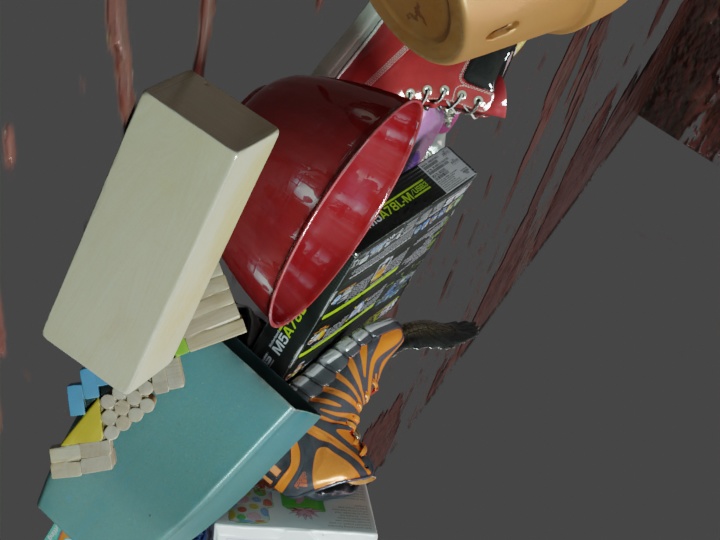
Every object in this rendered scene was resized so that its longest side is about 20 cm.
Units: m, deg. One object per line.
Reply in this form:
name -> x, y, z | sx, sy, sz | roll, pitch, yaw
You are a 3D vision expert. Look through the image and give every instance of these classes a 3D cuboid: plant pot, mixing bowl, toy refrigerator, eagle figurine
plant pot -> 0.083, -0.239, 1.154 | 0.140, 0.200, 0.200 | -34, 162, -20
plant pot -> -0.156, 0.145, 1.329 | 0.200, 0.141, 0.141 | -49, 170, -1
mixing bowl -> -0.051, -0.071, 1.223 | 0.201, 0.108, 0.200 | -54, 171, -13
toy refrigerator -> -0.132, -0.024, 1.076 | 0.201, 0.076, 0.070 | -63, 168, 28
eagle figurine -> 0.018, 0.067, 1.906 | 0.200, 0.152, 0.151 | -39, -155, -5

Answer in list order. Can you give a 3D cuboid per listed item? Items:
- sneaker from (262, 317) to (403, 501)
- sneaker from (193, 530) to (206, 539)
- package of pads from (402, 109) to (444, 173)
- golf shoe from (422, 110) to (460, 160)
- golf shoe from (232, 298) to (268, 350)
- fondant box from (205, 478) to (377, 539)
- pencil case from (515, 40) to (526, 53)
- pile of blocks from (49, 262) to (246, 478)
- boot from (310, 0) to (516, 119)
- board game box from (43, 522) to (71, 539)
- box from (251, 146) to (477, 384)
sneaker -> -0.012, 0.133, 1.454 | 0.200, 0.112, 0.078 | -39, 171, -27
sneaker -> -0.215, 0.287, 1.441 | 0.200, 0.070, 0.078 | -38, 163, -37
package of pads -> -0.003, -0.087, 1.499 | 0.201, 0.075, 0.120 | -57, 167, 4
golf shoe -> 0.056, -0.154, 1.627 | 0.092, 0.075, 0.201 | -107, -162, -49
golf shoe -> -0.102, 0.066, 1.503 | 0.095, 0.077, 0.200 | -62, 170, 30
fondant box -> -0.070, 0.202, 1.486 | 0.200, 0.143, 0.059 | -107, -156, -65
pencil case -> 0.115, -0.253, 1.510 | 0.200, 0.082, 0.092 | 35, 67, -79
pile of blocks -> -0.170, 0.072, 1.237 | 0.200, 0.082, 0.062 | -46, -176, -4
boot -> 0.036, -0.135, 1.337 | 0.201, 0.144, 0.072 | -54, 172, -7
board game box -> -0.227, 0.227, 1.502 | 0.153, 0.045, 0.200 | -57, 169, 7
box -> 0.000, 0.000, 1.445 | 0.200, 0.048, 0.194 | -35, 164, -46
